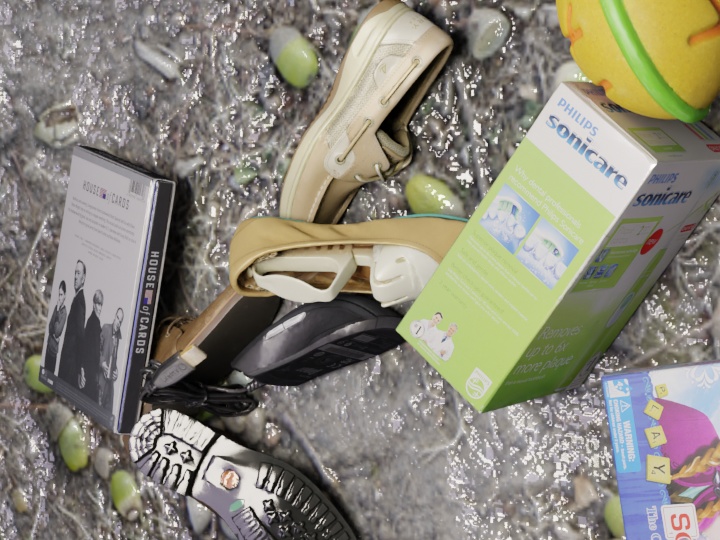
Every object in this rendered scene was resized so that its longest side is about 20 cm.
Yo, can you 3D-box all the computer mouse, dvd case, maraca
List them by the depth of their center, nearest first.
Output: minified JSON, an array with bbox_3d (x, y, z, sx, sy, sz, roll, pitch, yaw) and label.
[{"bbox_3d":[0.170,-0.180,1.038,0.106,0.137,0.202,-23,60,27],"label":"maraca"},{"bbox_3d":[-0.070,0.052,1.255,0.199,0.140,0.046,-26,66,32],"label":"computer mouse"},{"bbox_3d":[-0.205,0.012,1.369,0.150,0.025,0.202,23,105,54],"label":"dvd case"}]

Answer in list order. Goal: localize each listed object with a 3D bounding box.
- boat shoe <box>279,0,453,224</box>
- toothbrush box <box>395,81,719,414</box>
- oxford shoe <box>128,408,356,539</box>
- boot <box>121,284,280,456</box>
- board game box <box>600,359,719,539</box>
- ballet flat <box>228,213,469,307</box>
[{"bbox_3d":[0.003,-0.094,1.230,0.065,0.072,0.201,34,114,17],"label":"boat shoe"},{"bbox_3d":[0.135,-0.017,1.103,0.086,0.145,0.201,42,114,24],"label":"toothbrush box"},{"bbox_3d":[-0.081,0.170,1.313,0.199,0.084,0.073,37,89,7],"label":"oxford shoe"},{"bbox_3d":[-0.138,0.059,1.341,0.200,0.073,0.076,-48,59,29],"label":"boot"},{"bbox_3d":[0.263,0.153,1.094,0.198,0.041,0.202,-10,88,34],"label":"board game box"},{"bbox_3d":[0.000,0.000,1.215,0.198,0.063,0.069,1,135,17],"label":"ballet flat"}]
